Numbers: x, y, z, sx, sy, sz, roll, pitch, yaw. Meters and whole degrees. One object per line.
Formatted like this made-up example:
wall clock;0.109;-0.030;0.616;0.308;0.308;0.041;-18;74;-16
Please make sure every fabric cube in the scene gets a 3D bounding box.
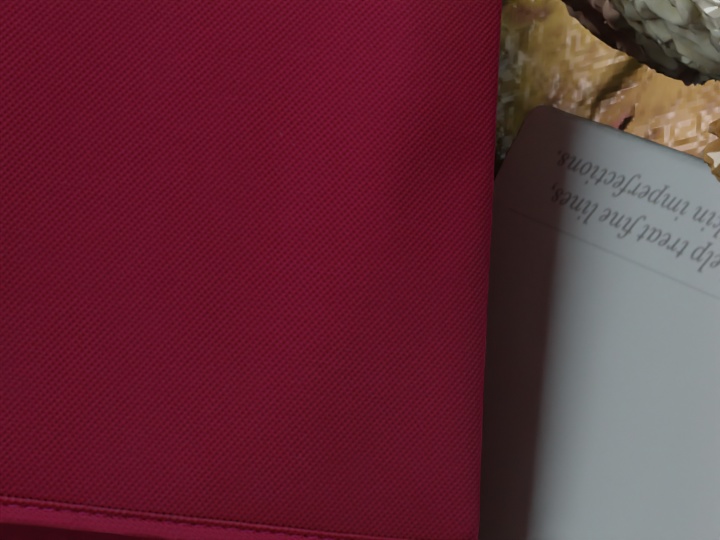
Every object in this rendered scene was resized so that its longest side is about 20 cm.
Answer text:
fabric cube;-0.096;-0.027;0.732;0.200;0.196;0.200;-13;72;56

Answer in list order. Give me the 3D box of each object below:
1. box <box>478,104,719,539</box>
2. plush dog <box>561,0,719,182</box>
box;0.103;0.092;0.729;0.199;0.131;0.200;26;91;47
plush dog;0.107;-0.091;0.761;0.172;0.200;0.161;168;120;-81
